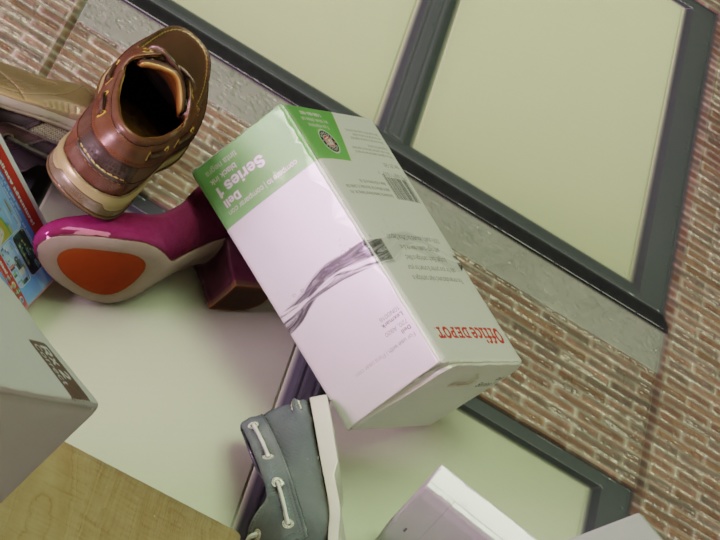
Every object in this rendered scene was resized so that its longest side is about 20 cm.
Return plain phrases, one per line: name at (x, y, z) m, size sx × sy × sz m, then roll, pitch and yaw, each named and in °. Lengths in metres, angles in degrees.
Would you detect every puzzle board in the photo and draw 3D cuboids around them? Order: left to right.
puzzle board at (-0.149, 0.186, 1.651) m, size 0.150 × 0.017 × 0.200 m, roll 29°, pitch 36°, yaw -14°

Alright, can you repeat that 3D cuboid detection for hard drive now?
hard drive at (0.105, 0.203, 1.760) m, size 0.200 × 0.132 × 0.026 m, roll 39°, pitch 66°, yaw 2°

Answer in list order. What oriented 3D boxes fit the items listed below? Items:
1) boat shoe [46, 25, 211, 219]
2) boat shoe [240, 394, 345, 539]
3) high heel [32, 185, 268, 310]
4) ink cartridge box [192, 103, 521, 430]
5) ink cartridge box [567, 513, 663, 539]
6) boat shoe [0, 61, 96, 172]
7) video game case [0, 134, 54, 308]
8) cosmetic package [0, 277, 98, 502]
boat shoe at (-0.130, -0.104, 1.838) m, size 0.072 × 0.068 × 0.200 m, roll 39°, pitch 31°, yaw -7°
boat shoe at (-0.039, 0.161, 1.751) m, size 0.062 × 0.073 × 0.200 m, roll -6°, pitch 48°, yaw 2°
high heel at (-0.141, -0.031, 1.862) m, size 0.200 × 0.067 × 0.096 m, roll 16°, pitch 47°, yaw -51°
ink cartridge box at (0.000, 0.000, 1.880) m, size 0.200 × 0.084 × 0.146 m, roll 59°, pitch 19°, yaw 14°
ink cartridge box at (0.109, 0.260, 1.628) m, size 0.145 × 0.200 × 0.145 m, roll -14°, pitch 59°, yaw -49°
boat shoe at (-0.220, -0.092, 1.866) m, size 0.200 × 0.065 × 0.072 m, roll 14°, pitch 18°, yaw -35°
video game case at (-0.252, -0.017, 1.732) m, size 0.143 × 0.017 × 0.200 m, roll 64°, pitch 31°, yaw -17°
cosmetic package at (-0.277, 0.070, 1.471) m, size 0.165 × 0.200 × 0.165 m, roll 49°, pitch 11°, yaw 18°
